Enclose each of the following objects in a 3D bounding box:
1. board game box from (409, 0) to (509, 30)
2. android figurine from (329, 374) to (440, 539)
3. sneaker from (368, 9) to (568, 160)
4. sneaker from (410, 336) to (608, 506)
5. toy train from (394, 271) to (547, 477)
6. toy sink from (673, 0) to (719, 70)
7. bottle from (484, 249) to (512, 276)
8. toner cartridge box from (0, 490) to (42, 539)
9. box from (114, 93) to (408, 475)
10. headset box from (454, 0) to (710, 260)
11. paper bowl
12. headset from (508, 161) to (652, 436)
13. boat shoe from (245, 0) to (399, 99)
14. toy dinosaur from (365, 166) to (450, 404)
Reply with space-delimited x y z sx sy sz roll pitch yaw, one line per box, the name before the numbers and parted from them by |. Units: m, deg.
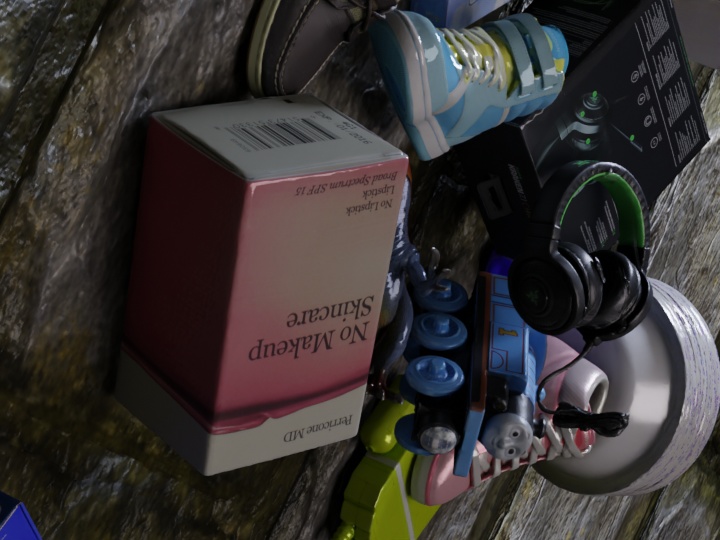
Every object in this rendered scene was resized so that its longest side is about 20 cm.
board game box | 0.107 -0.271 1.430 0.200 0.036 0.152 -35 140 -47
android figurine | 0.036 0.172 1.642 0.200 0.041 0.182 -53 151 -28
sneaker | 0.079 -0.149 1.342 0.130 0.080 0.200 -23 168 1
sneaker | 0.133 0.135 1.635 0.200 0.104 0.076 -44 147 -31
toy train | 0.090 0.077 1.533 0.200 0.114 0.087 -82 -179 -56
toy sink | 0.356 -0.253 1.736 0.112 0.199 0.131 -55 151 -22
bottle | 0.184 -0.033 1.734 0.200 0.065 0.084 -43 148 -40
toner cartridge box | -0.257 0.224 1.119 0.200 0.043 0.095 -53 150 -28
box | -0.063 0.006 1.206 0.127 0.109 0.201 -12 123 -38
headset box | 0.168 -0.114 1.542 0.200 0.093 0.175 -47 135 -22
paper bowl | 0.212 0.100 1.745 0.104 0.200 0.202 7 105 -46
headset | 0.176 0.020 1.461 0.123 0.094 0.201 9 90 -46
boat shoe | -0.004 -0.189 1.248 0.201 0.065 0.073 -61 156 -11
toy dinosaur | 0.000 0.000 1.442 0.200 0.104 0.183 -153 -105 -82
